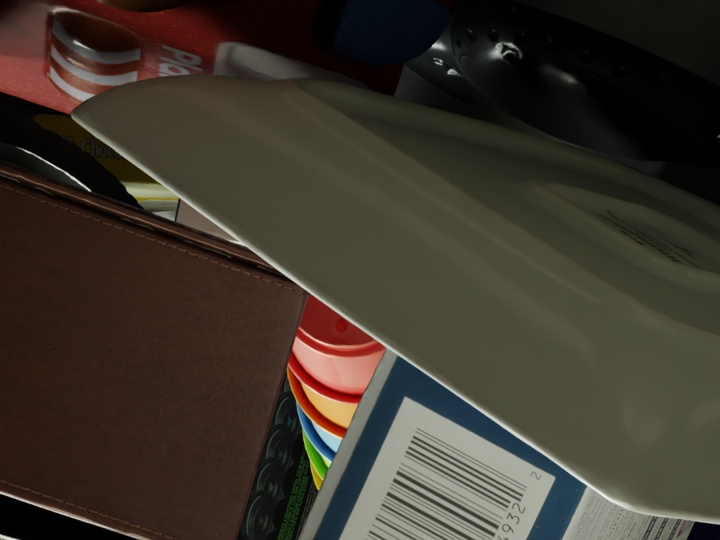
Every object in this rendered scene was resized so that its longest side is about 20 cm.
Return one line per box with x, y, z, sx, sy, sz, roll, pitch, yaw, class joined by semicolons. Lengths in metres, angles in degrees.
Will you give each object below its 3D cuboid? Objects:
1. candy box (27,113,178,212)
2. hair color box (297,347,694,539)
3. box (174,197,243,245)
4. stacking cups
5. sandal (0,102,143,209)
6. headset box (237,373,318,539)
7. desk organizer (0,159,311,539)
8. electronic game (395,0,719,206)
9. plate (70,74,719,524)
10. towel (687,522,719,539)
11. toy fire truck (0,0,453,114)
-0.130;-0.031;1.029;0.102;0.027;0.200;6;173;-41;candy box
0.050;0.051;0.771;0.060;0.100;0.200;28;-167;15;hair color box
0.000;0.000;0.953;0.110;0.035;0.200;12;170;2;box
0.008;0.028;0.863;0.060;0.061;0.200;14;163;7;stacking cups
-0.144;-0.036;0.881;0.200;0.045;0.075;35;150;-33;sandal
-0.079;0.092;1.307;0.174;0.093;0.200;5;159;30;headset box
-0.119;0.011;0.724;0.199;0.077;0.072;20;163;-11;desk organizer
0.063;-0.058;0.793;0.200;0.042;0.200;22;168;5;electronic game
0.063;0.006;0.671;0.200;0.032;0.199;12;-165;-44;plate
0.137;0.110;0.939;0.147;0.200;0.050;-1;125;-24;towel
-0.063;-0.079;0.721;0.167;0.112;0.200;17;162;-4;toy fire truck
